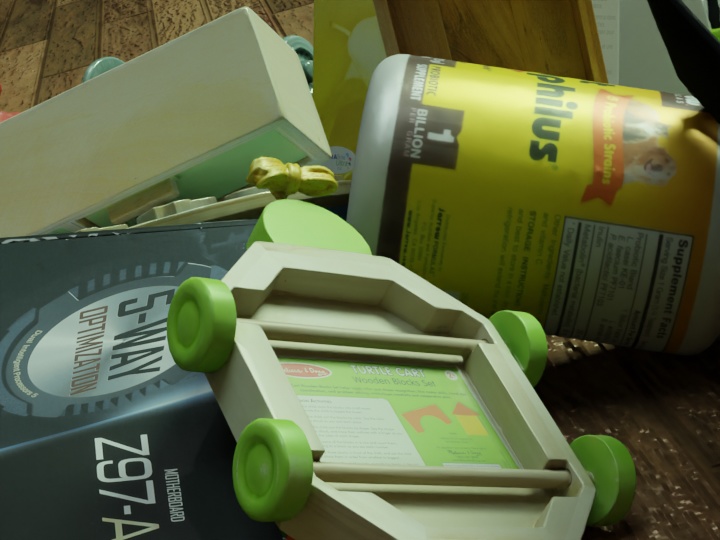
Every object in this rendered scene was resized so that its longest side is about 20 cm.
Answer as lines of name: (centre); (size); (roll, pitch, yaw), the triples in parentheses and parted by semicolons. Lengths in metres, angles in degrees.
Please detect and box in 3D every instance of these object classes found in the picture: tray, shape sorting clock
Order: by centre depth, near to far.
tray: (0.068, -0.078, 0.845); (0.098, 0.202, 0.037); (-14, 17, 2)
shape sorting clock: (-0.087, -0.013, 0.870); (0.198, 0.040, 0.200); (-19, -3, -1)

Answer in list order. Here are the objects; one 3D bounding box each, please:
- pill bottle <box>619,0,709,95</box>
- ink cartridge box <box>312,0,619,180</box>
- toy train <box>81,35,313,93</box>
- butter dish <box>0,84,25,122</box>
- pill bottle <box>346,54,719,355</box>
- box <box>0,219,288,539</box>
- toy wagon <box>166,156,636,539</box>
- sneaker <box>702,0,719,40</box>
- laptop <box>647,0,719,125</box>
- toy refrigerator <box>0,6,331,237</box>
pill bottle: (0.098, -0.129, 1.018); (0.111, 0.112, 0.199); (-26, 22, -32)
ink cartridge box: (0.051, -0.140, 0.951); (0.047, 0.202, 0.197); (-6, 8, -42)
toy train: (-0.082, -0.073, 1.031); (0.085, 0.115, 0.199); (-8, 3, 35)
butter dish: (-0.213, -0.041, 1.045); (0.198, 0.149, 0.200); (-8, 19, 18)
pill bottle: (0.096, -0.026, 0.762); (0.198, 0.110, 0.109); (9, 20, 2)
box: (-0.097, 0.062, 0.656); (0.159, 0.044, 0.201); (-4, 38, -9)
toy wagon: (0.005, 0.035, 0.644); (0.154, 0.040, 0.201); (7, 36, -36)
sneaker: (0.199, -0.131, 1.029); (0.082, 0.072, 0.200); (1, -14, -9)
laptop: (0.211, -0.051, 0.670); (0.199, 0.104, 0.178); (-25, 65, -29)
toy refrigerator: (-0.122, -0.051, 0.901); (0.199, 0.070, 0.076); (-23, -18, 12)
